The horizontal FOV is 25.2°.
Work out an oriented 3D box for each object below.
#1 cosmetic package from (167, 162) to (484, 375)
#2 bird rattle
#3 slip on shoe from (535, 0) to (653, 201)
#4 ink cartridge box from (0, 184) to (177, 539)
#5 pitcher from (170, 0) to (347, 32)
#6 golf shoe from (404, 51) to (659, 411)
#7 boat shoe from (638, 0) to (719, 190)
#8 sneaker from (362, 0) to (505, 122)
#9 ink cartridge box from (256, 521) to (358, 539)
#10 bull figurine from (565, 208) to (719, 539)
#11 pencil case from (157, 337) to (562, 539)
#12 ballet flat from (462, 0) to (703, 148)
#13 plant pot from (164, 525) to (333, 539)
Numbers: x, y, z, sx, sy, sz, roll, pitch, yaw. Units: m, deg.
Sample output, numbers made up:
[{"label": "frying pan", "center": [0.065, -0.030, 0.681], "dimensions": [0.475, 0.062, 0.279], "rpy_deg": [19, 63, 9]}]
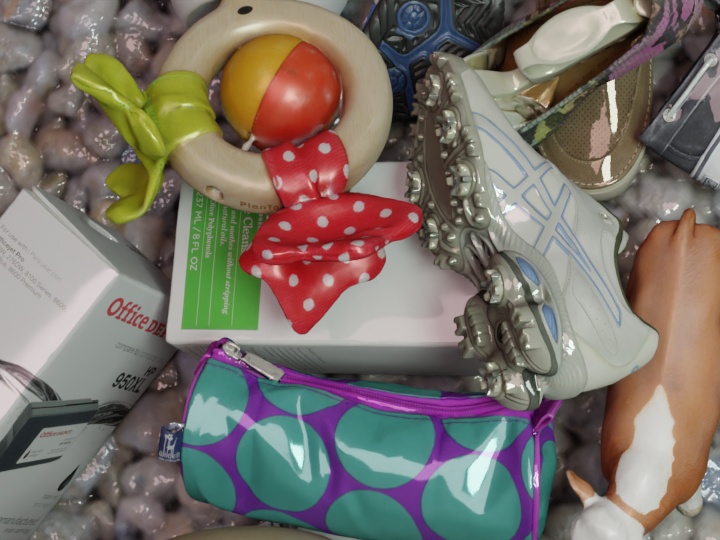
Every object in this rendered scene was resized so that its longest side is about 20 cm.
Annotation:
[{"label": "cosmetic package", "center": [0.000, 0.000, 0.917], "dimensions": [0.197, 0.085, 0.109], "rpy_deg": [-2, 75, 16]}, {"label": "bird rattle", "center": [-0.049, -0.076, 0.847], "dimensions": [0.198, 0.113, 0.164], "rpy_deg": [21, 64, 20]}, {"label": "slip on shoe", "center": [0.134, -0.143, 0.930], "dimensions": [0.075, 0.061, 0.203], "rpy_deg": [5, 80, 16]}, {"label": "ink cartridge box", "center": [-0.199, 0.066, 0.934], "dimensions": [0.084, 0.145, 0.201], "rpy_deg": [39, 91, 17]}, {"label": "pitcher", "center": [-0.076, -0.229, 0.988], "dimensions": [0.170, 0.121, 0.203], "rpy_deg": [-11, 64, 34]}, {"label": "golf shoe", "center": [0.085, -0.024, 0.824], "dimensions": [0.096, 0.078, 0.202], "rpy_deg": [-5, 62, -23]}, {"label": "boat shoe", "center": [0.223, -0.147, 0.900], "dimensions": [0.067, 0.072, 0.201], "rpy_deg": [30, 95, 6]}, {"label": "sneaker", "center": [0.055, -0.178, 0.961], "dimensions": [0.075, 0.077, 0.201], "rpy_deg": [28, 104, -19]}, {"label": "ink cartridge box", "center": [-0.019, 0.193, 0.899], "dimensions": [0.199, 0.067, 0.117], "rpy_deg": [-30, 71, 8]}, {"label": "bull figurine", "center": [0.158, 0.071, 0.847], "dimensions": [0.064, 0.121, 0.202], "rpy_deg": [15, 83, 18]}, {"label": "pencil case", "center": [0.003, 0.091, 0.833], "dimensions": [0.197, 0.085, 0.093], "rpy_deg": [8, 118, 12]}, {"label": "ballet flat", "center": [0.097, -0.111, 0.883], "dimensions": [0.199, 0.071, 0.070], "rpy_deg": [-33, 77, 39]}, {"label": "plant pot", "center": [-0.086, 0.212, 0.774], "dimensions": [0.199, 0.134, 0.203], "rpy_deg": [-16, 62, 33]}]
